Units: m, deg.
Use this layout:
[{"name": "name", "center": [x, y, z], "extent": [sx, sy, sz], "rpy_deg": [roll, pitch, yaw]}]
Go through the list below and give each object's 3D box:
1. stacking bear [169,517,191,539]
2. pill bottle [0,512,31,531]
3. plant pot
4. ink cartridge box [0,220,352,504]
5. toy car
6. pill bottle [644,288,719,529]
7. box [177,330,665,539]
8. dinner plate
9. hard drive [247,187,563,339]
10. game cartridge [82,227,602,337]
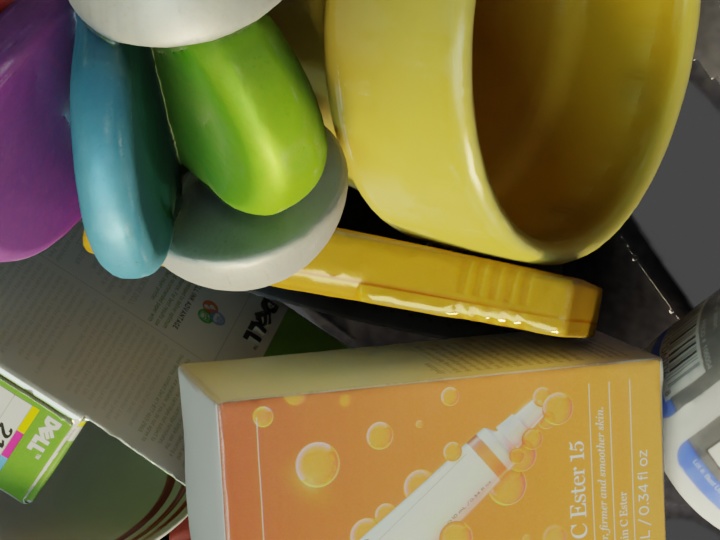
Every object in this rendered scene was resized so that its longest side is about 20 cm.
[{"name": "stacking bear", "center": [0.026, 0.130, 1.167], "extent": [0.199, 0.114, 0.122], "rpy_deg": [-24, 101, 20]}, {"name": "pill bottle", "center": [-0.152, 0.195, 1.221], "extent": [0.110, 0.111, 0.200], "rpy_deg": [-5, 155, 22]}, {"name": "plant pot", "center": [0.014, -0.115, 0.952], "extent": [0.188, 0.201, 0.201], "rpy_deg": [10, 129, 33]}, {"name": "ink cartridge box", "center": [-0.121, 0.048, 1.132], "extent": [0.200, 0.148, 0.076], "rpy_deg": [33, 130, -6]}, {"name": "toy car", "center": [-0.105, -0.070, 0.832], "extent": [0.200, 0.150, 0.175], "rpy_deg": [35, 151, 33]}, {"name": "pill bottle", "center": [0.225, 0.027, 1.017], "extent": [0.114, 0.114, 0.200], "rpy_deg": [40, 128, -11]}, {"name": "box", "center": [0.027, 0.100, 1.035], "extent": [0.199, 0.097, 0.125], "rpy_deg": [-5, 98, -13]}, {"name": "dinner plate", "center": [-0.168, 0.102, 1.154], "extent": [0.199, 0.200, 0.024], "rpy_deg": [4, 122, 17]}, {"name": "hard drive", "center": [0.003, -0.039, 1.093], "extent": [0.199, 0.042, 0.135], "rpy_deg": [13, 127, 9]}, {"name": "game cartridge", "center": [0.000, 0.000, 0.996], "extent": [0.199, 0.176, 0.033], "rpy_deg": [13, 90, 11]}]
